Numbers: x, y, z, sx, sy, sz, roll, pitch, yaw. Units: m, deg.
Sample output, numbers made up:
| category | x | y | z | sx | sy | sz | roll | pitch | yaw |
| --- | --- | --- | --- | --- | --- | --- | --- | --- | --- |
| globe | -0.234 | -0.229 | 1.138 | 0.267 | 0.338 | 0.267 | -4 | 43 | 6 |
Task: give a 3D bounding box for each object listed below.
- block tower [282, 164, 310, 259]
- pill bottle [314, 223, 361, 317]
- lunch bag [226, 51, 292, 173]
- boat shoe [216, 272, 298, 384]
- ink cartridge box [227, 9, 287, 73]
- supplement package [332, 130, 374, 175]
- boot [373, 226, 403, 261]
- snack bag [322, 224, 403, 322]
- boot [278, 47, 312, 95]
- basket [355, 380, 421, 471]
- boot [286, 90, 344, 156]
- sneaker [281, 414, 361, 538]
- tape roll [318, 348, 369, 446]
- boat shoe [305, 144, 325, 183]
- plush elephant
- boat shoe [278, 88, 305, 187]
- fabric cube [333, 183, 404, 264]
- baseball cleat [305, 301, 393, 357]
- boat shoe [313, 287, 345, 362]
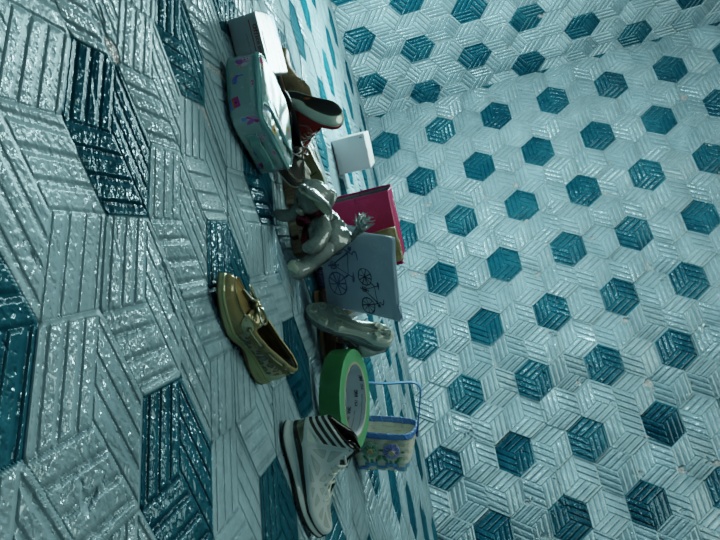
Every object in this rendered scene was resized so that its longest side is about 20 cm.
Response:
| category | x | y | z | sx | sy | sz | roll | pitch | yaw |
| --- | --- | --- | --- | --- | --- | --- | --- | --- | --- |
| block tower | -0.125 | -0.126 | 1.520 | 0.054 | 0.056 | 0.205 | 57 | 24 | -69 |
| pill bottle | -0.050 | 0.000 | 1.653 | 0.116 | 0.113 | 0.204 | -84 | 159 | -68 |
| lunch bag | -0.176 | -0.275 | 1.288 | 0.201 | 0.075 | 0.164 | 61 | 18 | -66 |
| boat shoe | -0.145 | 0.077 | 0.998 | 0.074 | 0.061 | 0.202 | -94 | 168 | -46 |
| ink cartridge box | -0.202 | -0.434 | 1.393 | 0.200 | 0.065 | 0.119 | -76 | 153 | -75 |
| supplement package | -0.023 | -0.416 | 2.520 | 0.200 | 0.117 | 0.124 | -69 | 147 | -77 |
| boot | 0.016 | -0.015 | 1.850 | 0.067 | 0.195 | 0.177 | -95 | 169 | -48 |
| snack bag | 0.000 | 0.000 | 1.450 | 0.021 | 0.196 | 0.193 | -33 | 124 | -47 |
| boot | -0.157 | -0.449 | 1.737 | 0.074 | 0.074 | 0.205 | 9 | 68 | -80 |
| basket | 0.059 | 0.358 | 1.665 | 0.139 | 0.171 | 0.206 | -4 | 92 | -79 |
| boot | -0.104 | -0.286 | 1.506 | 0.198 | 0.071 | 0.148 | 28 | -54 | 44 |
| sneaker | -0.048 | 0.324 | 1.131 | 0.076 | 0.112 | 0.206 | -74 | 151 | -75 |
| tape roll | -0.030 | 0.264 | 1.462 | 0.200 | 0.047 | 0.206 | -4 | 90 | -73 |
| boat shoe | -0.122 | -0.243 | 1.657 | 0.069 | 0.073 | 0.205 | -69 | 146 | -67 |
| plush elephant | -0.092 | -0.096 | 1.366 | 0.156 | 0.198 | 0.165 | 54 | 7 | -1 |
| boat shoe | -0.152 | -0.273 | 1.459 | 0.057 | 0.066 | 0.205 | -28 | -104 | 53 |
| fabric cube | 0.013 | -0.114 | 1.996 | 0.196 | 0.195 | 0.205 | -69 | 146 | -78 |
| baseball cleat | -0.031 | 0.135 | 1.498 | 0.107 | 0.196 | 0.071 | 118 | -11 | -45 |
| boat shoe | -0.056 | 0.133 | 1.564 | 0.071 | 0.068 | 0.205 | 64 | 17 | -74 |
